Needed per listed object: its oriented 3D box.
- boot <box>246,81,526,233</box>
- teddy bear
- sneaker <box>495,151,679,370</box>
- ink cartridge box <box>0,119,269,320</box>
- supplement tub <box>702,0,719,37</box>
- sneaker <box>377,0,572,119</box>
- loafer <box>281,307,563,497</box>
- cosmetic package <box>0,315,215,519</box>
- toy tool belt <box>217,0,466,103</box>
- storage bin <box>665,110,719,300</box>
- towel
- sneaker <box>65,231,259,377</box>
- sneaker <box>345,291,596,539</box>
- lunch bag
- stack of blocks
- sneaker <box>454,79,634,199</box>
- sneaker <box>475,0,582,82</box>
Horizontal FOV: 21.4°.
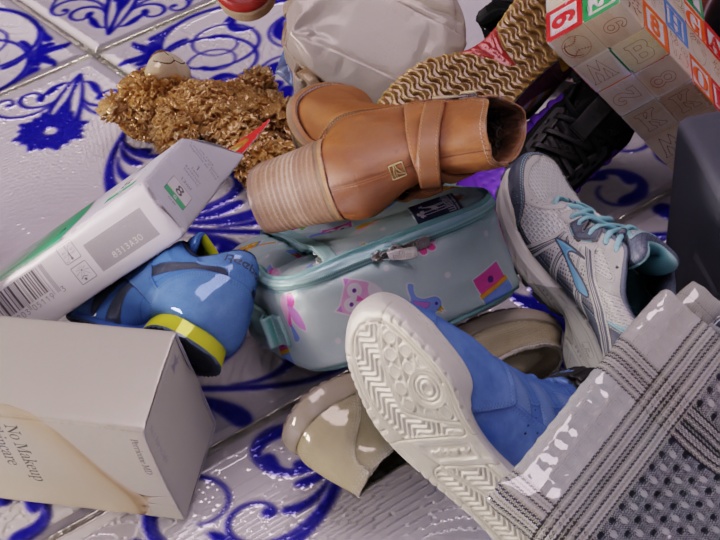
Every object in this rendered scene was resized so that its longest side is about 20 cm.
[{"bbox_3d":[0.028,-0.081,1.172,0.154,0.074,0.200,-15,20,19],"label":"boot"},{"bbox_3d":[-0.107,-0.119,1.450,0.144,0.067,0.200,-25,40,-27],"label":"teddy bear"},{"bbox_3d":[0.152,-0.003,1.156,0.077,0.086,0.201,1,50,-37],"label":"sneaker"},{"bbox_3d":[-0.156,-0.041,1.270,0.160,0.050,0.200,-32,15,26],"label":"ink cartridge box"},{"bbox_3d":[0.253,-0.236,1.514,0.106,0.108,0.200,-21,37,-19],"label":"supplement tub"},{"bbox_3d":[0.086,-0.120,1.348,0.199,0.090,0.075,-35,69,-20],"label":"sneaker"},{"bbox_3d":[0.047,0.084,1.141,0.199,0.076,0.069,-21,65,-28],"label":"loafer"},{"bbox_3d":[-0.198,0.084,1.143,0.198,0.104,0.074,5,54,17],"label":"cosmetic package"},{"bbox_3d":[-0.015,-0.171,1.440,0.199,0.123,0.126,21,79,6],"label":"toy tool belt"},{"bbox_3d":[0.244,-0.006,1.172,0.144,0.135,0.201,-10,35,-4],"label":"storage bin"},{"bbox_3d":[0.197,0.115,1.018,0.192,0.035,0.200,39,59,12],"label":"towel"},{"bbox_3d":[-0.120,0.020,1.201,0.200,0.066,0.079,-4,54,60],"label":"sneaker"},{"bbox_3d":[0.084,0.077,1.077,0.200,0.077,0.111,46,44,2],"label":"sneaker"},{"bbox_3d":[0.000,0.000,1.197,0.159,0.078,0.200,-18,9,-14],"label":"lunch bag"},{"bbox_3d":[0.207,-0.149,1.307,0.058,0.200,0.116,-27,40,30],"label":"stack of blocks"},{"bbox_3d":[0.134,-0.083,1.313,0.070,0.099,0.200,46,50,-1],"label":"sneaker"},{"bbox_3d":[0.161,-0.172,1.484,0.086,0.081,0.200,-32,33,-13],"label":"sneaker"}]
